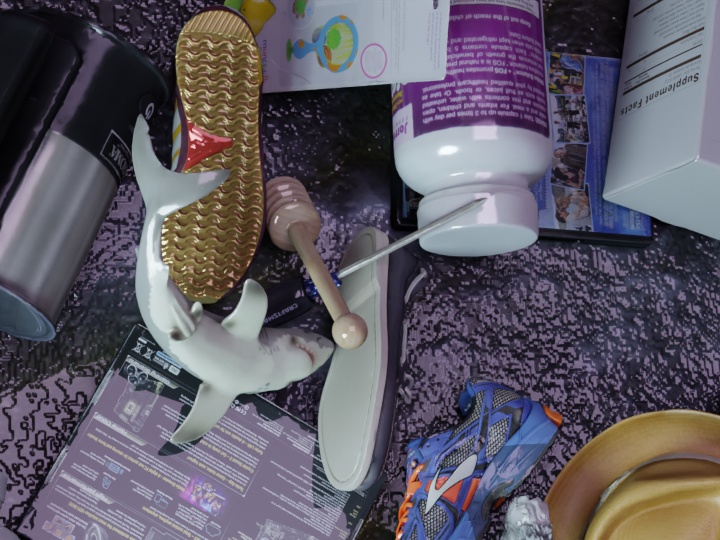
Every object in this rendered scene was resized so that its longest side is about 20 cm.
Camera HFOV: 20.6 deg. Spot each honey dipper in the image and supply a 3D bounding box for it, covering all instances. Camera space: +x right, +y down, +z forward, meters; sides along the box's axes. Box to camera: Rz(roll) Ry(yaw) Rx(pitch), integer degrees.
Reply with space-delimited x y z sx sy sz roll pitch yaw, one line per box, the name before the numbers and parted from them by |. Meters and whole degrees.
honey dipper | -0.031 -0.005 1.299 0.038 0.200 0.038 -7 118 -13

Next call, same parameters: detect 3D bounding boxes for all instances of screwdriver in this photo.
screwdriver | 0.000 0.000 1.329 0.199 0.028 0.029 -22 88 18

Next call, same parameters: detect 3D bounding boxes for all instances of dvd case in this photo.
dvd case | 0.117 -0.092 1.445 0.198 0.018 0.144 4 75 -15

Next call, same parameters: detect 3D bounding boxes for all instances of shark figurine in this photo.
shark figurine | -0.117 0.016 1.270 0.128 0.089 0.215 -42 130 -12

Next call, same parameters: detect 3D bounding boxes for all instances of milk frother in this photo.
milk frother | -0.260 -0.085 1.294 0.199 0.181 0.189 11 67 31

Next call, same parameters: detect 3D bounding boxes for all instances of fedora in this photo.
fedora | 0.208 0.187 1.330 0.199 0.082 0.202 -2 80 10

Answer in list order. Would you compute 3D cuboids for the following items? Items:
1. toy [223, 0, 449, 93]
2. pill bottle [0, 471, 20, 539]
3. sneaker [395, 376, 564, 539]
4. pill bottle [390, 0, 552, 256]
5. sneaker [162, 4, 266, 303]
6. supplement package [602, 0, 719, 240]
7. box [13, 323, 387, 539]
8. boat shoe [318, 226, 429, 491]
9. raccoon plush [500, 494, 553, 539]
toy | -0.009 -0.180 1.354 0.047 0.199 0.116 3 88 -52
pill bottle | -0.265 0.220 1.212 0.110 0.111 0.202 9 74 -13
sneaker | 0.053 0.154 1.344 0.078 0.075 0.200 38 61 6
pill bottle | 0.076 -0.116 1.370 0.111 0.112 0.202 1 75 -15
sneaker | -0.097 -0.080 1.359 0.074 0.090 0.202 6 101 -2
supplement package | 0.267 -0.140 1.433 0.120 0.120 0.202 17 71 -23
box | -0.104 0.155 1.307 0.199 0.044 0.161 30 70 -6
boat shoe | 0.017 0.063 1.332 0.062 0.073 0.201 25 49 -26
raccoon plush | 0.062 0.255 1.315 0.133 0.097 0.201 -1 62 -6
